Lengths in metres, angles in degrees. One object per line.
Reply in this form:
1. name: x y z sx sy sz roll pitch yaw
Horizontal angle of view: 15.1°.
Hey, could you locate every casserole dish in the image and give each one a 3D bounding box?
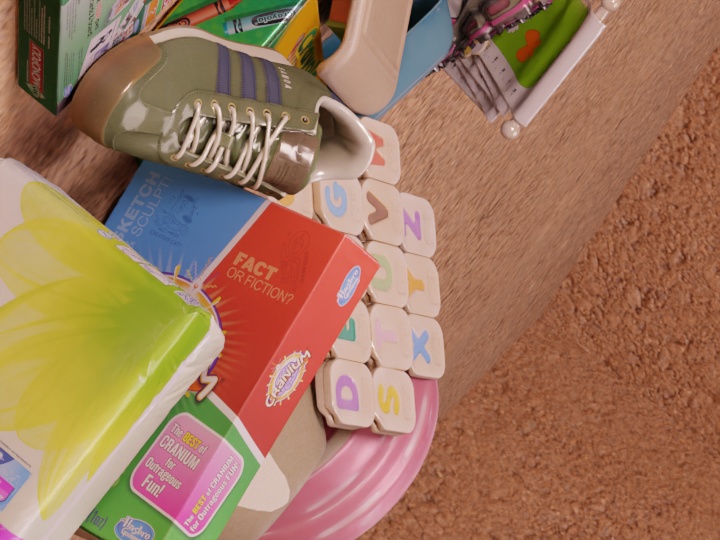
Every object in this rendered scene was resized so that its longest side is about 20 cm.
1. casserole dish: -0.013 -0.118 1.783 0.121 0.039 0.200 -11 -153 49

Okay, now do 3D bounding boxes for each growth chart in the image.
1. growth chart: 0.099 -0.182 1.913 0.018 0.200 0.145 21 106 -39

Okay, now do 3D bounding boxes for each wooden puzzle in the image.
1. wooden puzzle: 0.015 -0.200 1.636 0.185 0.037 0.200 32 74 -81

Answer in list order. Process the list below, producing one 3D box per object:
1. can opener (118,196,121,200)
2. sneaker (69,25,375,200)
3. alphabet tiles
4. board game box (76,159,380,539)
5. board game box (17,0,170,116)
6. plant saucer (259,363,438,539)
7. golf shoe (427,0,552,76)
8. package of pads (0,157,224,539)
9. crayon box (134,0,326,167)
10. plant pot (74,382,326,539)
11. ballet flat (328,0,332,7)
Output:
1. can opener: -0.131 -0.020 1.768 0.066 0.053 0.200 -18 177 14
2. sneaker: -0.061 -0.077 1.426 0.200 0.090 0.067 -6 128 -62
3. alphabet tiles: 0.000 0.000 1.677 0.015 0.200 0.196 -11 166 31
4. board game box: -0.102 0.049 1.451 0.200 0.153 0.040 -60 142 -9
5. board game box: -0.109 -0.168 1.304 0.135 0.029 0.200 -48 171 -22
6. plant saucer: -0.049 0.097 1.765 0.201 0.200 0.051 -50 135 -13
7. golf shoe: 0.045 -0.183 1.882 0.200 0.092 0.073 -29 -176 33
8. package of pads: -0.189 0.059 1.406 0.200 0.154 0.068 -51 158 -3
9. crayon box: -0.080 -0.107 1.598 0.119 0.058 0.200 -50 171 -9
10. plant pot: -0.100 0.098 1.647 0.200 0.134 0.200 -49 -174 8
11. ballet flat: 0.059 -0.231 1.786 0.200 0.071 0.071 -53 171 8
